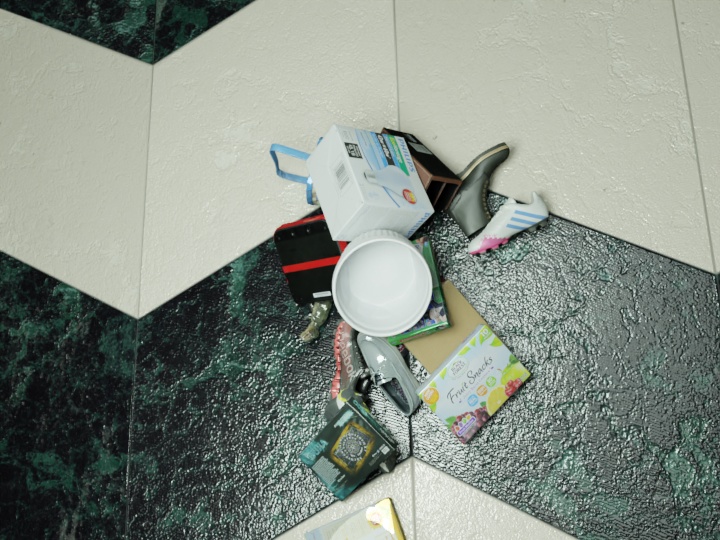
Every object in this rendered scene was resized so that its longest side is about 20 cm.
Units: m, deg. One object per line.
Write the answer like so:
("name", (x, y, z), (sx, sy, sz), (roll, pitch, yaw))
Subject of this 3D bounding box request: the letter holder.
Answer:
("letter holder", (0.107, -0.198, 1.700), (0.201, 0.099, 0.144), (50, 123, 38))

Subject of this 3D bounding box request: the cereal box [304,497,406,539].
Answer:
("cereal box", (-0.003, 0.571, 1.560), (0.196, 0.040, 0.147), (-24, 71, 6))

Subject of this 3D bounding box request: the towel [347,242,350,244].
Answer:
("towel", (0.025, -0.047, 1.704), (0.144, 0.030, 0.204), (-28, 60, 15))

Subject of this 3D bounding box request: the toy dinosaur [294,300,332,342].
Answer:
("toy dinosaur", (-0.096, 0.064, 1.724), (0.087, 0.048, 0.203), (27, 77, 14))

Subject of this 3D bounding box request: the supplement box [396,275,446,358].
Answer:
("supplement box", (0.103, 0.086, 1.663), (0.108, 0.061, 0.201), (36, 84, 19))

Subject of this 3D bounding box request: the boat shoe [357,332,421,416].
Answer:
("boat shoe", (0.057, 0.213, 1.588), (0.069, 0.072, 0.202), (-32, 99, 34))

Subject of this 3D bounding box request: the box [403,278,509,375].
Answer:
("box", (0.193, 0.149, 1.608), (0.163, 0.021, 0.201), (-43, 92, -2))

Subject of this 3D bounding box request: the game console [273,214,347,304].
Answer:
("game console", (-0.097, -0.022, 1.633), (0.197, 0.031, 0.181), (-9, 105, 43))

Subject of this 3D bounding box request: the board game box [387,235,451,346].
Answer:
("board game box", (0.104, 0.041, 1.596), (0.132, 0.029, 0.205), (-19, 63, 18))

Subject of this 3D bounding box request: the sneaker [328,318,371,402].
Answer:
("sneaker", (-0.012, 0.195, 1.643), (0.096, 0.070, 0.206), (-5, 74, 31))

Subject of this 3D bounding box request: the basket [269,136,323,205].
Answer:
("basket", (-0.105, -0.226, 1.736), (0.195, 0.177, 0.142), (19, 80, 6))

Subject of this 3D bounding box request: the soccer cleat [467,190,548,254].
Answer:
("soccer cleat", (0.312, -0.105, 1.661), (0.196, 0.070, 0.088), (-25, 93, -3))

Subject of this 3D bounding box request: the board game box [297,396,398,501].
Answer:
("board game box", (-0.029, 0.366, 1.557), (0.135, 0.028, 0.201), (44, 122, 5))

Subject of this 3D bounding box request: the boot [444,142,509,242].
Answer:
("boot", (0.278, -0.172, 1.697), (0.199, 0.077, 0.140), (-39, 74, 13))

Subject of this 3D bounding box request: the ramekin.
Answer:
("ramekin", (0.041, 0.017, 1.511), (0.194, 0.105, 0.205), (0, 110, -1))

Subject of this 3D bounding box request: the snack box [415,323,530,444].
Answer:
("snack box", (0.230, 0.232, 1.573), (0.142, 0.053, 0.200), (45, 87, -2))

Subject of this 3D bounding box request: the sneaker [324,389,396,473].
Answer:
("sneaker", (0.001, 0.340, 1.599), (0.084, 0.074, 0.202), (-30, 97, 36))

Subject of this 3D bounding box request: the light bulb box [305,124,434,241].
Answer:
("light bulb box", (0.019, -0.173, 1.575), (0.125, 0.197, 0.202), (-43, 57, 40))
